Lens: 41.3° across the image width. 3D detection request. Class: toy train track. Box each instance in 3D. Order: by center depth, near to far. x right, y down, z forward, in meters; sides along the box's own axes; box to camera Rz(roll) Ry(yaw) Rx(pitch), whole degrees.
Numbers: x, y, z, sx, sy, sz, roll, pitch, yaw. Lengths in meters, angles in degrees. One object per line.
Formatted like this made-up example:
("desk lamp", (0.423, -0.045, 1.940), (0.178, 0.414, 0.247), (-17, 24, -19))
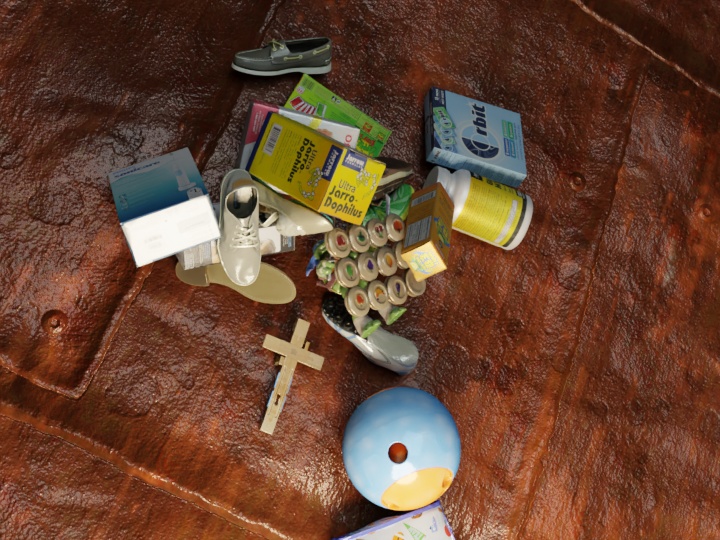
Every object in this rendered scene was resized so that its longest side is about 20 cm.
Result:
("toy train track", (-0.134, 0.182, 1.646), (0.114, 0.032, 0.202), (24, 73, -19))

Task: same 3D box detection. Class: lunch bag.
("lunch bag", (0.070, 0.491, 1.576), (0.198, 0.124, 0.172), (-18, 80, -16))

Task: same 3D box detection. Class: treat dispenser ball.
("treat dispenser ball", (0.068, 0.296, 1.588), (0.198, 0.201, 0.204), (6, 72, -18))

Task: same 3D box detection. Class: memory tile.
("memory tile", (0.028, -0.012, 1.607), (0.199, 0.017, 0.155), (-17, 89, -47))

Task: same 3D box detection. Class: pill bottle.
("pill bottle", (0.218, -0.124, 1.817), (0.198, 0.112, 0.114), (20, 68, -14))

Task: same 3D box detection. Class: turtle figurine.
("turtle figurine", (0.000, 0.000, 1.639), (0.199, 0.144, 0.195), (-39, 77, 19))

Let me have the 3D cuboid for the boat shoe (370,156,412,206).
("boat shoe", (0.026, -0.157, 1.734), (0.074, 0.076, 0.201), (24, 23, 27))

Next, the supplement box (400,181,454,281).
("supplement box", (0.120, -0.071, 1.675), (0.067, 0.068, 0.201), (55, 29, -27))

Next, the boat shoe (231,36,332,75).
("boat shoe", (-0.145, -0.403, 1.783), (0.199, 0.061, 0.072), (-8, 37, -26))

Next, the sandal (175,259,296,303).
("sandal", (-0.210, -0.004, 1.652), (0.209, 0.078, 0.070), (10, 32, -2))

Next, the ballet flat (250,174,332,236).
("ballet flat", (-0.130, -0.092, 1.572), (0.199, 0.070, 0.069), (29, 59, 35))

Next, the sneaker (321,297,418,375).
("sneaker", (0.011, 0.122, 1.698), (0.199, 0.073, 0.072), (34, 47, 8))

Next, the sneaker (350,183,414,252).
("sneaker", (0.029, -0.098, 1.762), (0.084, 0.074, 0.200), (44, 65, -7))

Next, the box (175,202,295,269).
("box", (-0.223, -0.068, 1.636), (0.197, 0.117, 0.061), (-10, 121, -22))

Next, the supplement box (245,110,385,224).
("supplement box", (-0.076, -0.169, 1.559), (0.108, 0.199, 0.111), (15, 102, -49))

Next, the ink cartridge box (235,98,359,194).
("ink cartridge box", (-0.113, -0.209, 1.703), (0.197, 0.083, 0.147), (12, 100, -14))

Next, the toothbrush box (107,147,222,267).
("toothbrush box", (-0.321, -0.108, 1.553), (0.145, 0.200, 0.086), (-20, 125, -10))

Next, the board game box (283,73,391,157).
("board game box", (-0.051, -0.269, 1.798), (0.199, 0.048, 0.102), (32, 67, -8))

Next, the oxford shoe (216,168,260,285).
("oxford shoe", (-0.194, -0.063, 1.547), (0.074, 0.058, 0.203), (-11, 118, -24))

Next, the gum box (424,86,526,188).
("gum box", (0.223, -0.262, 1.871), (0.197, 0.045, 0.172), (14, 51, -17))
